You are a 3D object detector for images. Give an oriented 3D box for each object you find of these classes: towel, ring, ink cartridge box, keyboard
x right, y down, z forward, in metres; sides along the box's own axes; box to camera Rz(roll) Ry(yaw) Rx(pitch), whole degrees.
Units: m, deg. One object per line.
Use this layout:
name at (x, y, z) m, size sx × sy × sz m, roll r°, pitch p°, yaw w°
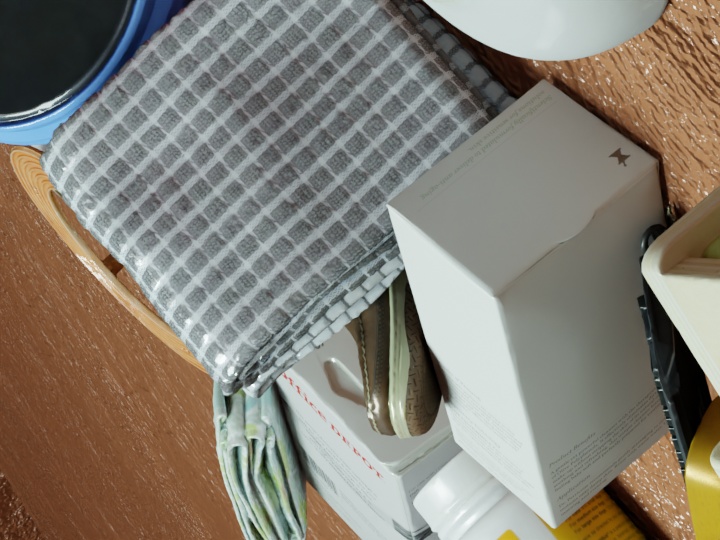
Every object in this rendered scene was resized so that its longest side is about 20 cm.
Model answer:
towel at (-0.072, 0.073, 1.792) m, size 0.172 × 0.048 × 0.201 m, roll 78°, pitch -172°, yaw -54°
ring at (-0.147, -0.008, 1.651) m, size 0.200 × 0.019 × 0.201 m, roll 42°, pitch 167°, yaw 12°
ink cartridge box at (0.021, 0.112, 1.710) m, size 0.146 × 0.084 × 0.200 m, roll 45°, pitch 163°, yaw 29°
towel at (-0.039, -0.061, 1.280) m, size 0.166 × 0.200 × 0.086 m, roll 48°, pitch -173°, yaw 18°
keyboard at (0.151, 0.054, 1.214) m, size 0.200 × 0.020 × 0.128 m, roll 67°, pitch -160°, yaw -53°

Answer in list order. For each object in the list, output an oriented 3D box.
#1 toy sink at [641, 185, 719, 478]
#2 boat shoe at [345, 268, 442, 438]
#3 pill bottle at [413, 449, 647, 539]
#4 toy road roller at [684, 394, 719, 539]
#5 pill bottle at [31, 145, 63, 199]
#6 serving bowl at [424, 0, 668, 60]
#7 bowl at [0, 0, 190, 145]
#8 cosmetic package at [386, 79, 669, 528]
toy sink at (0.189, 0.003, 0.912) m, size 0.112 × 0.130 × 0.200 m, roll 56°, pitch 165°, yaw -13°
boat shoe at (0.001, 0.004, 1.353) m, size 0.075 × 0.074 × 0.203 m, roll 72°, pitch -167°, yaw -47°
pill bottle at (0.124, 0.188, 1.542) m, size 0.200 × 0.109 × 0.109 m, roll 49°, pitch 164°, yaw 11°
toy road roller at (0.200, 0.163, 1.153) m, size 0.122 × 0.146 × 0.201 m, roll 15°, pitch 144°, yaw 26°
pill bottle at (-0.152, -0.090, 1.710) m, size 0.112 × 0.112 × 0.200 m, roll 57°, pitch 164°, yaw -17°
serving bowl at (0.039, -0.165, 1.087) m, size 0.200 × 0.066 × 0.200 m, roll 48°, pitch 164°, yaw 18°
bowl at (-0.179, -0.165, 1.342) m, size 0.201 × 0.201 × 0.039 m, roll 47°, pitch -159°, yaw 17°
cosmetic package at (0.093, 0.020, 1.264) m, size 0.085 × 0.107 × 0.201 m, roll 40°, pitch 159°, yaw 36°
